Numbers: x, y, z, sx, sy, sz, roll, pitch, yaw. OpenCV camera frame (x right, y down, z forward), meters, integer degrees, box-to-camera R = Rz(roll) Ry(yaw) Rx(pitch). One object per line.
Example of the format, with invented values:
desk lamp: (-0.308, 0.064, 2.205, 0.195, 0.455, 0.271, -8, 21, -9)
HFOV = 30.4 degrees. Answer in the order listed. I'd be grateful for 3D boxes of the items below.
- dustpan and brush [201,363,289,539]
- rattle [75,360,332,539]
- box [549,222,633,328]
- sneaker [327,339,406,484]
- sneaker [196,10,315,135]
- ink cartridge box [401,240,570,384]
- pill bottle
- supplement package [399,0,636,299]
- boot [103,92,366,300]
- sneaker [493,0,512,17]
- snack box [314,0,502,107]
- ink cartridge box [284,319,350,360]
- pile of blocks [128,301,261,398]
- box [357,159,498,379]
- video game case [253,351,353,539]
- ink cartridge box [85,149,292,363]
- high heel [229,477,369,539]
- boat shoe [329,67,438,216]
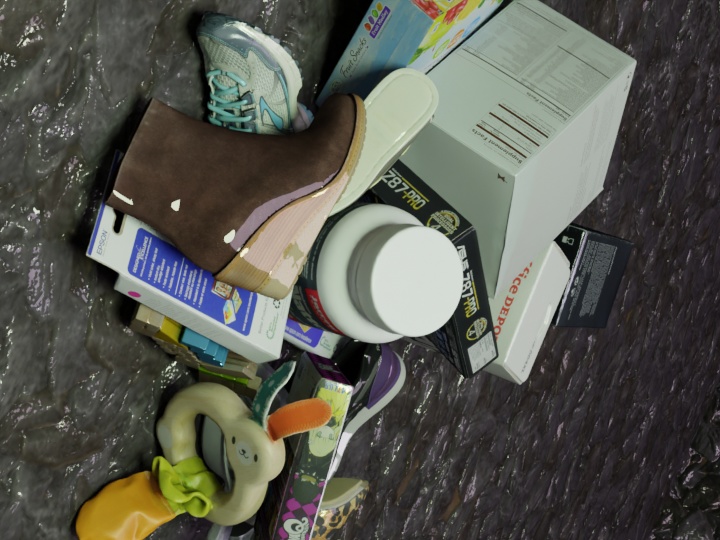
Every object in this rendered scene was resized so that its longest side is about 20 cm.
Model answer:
dustpan and brush: (-0.118, 0.182, 1.269, 0.202, 0.057, 0.140, -64, 152, -15)
rattle: (-0.134, 0.152, 1.097, 0.141, 0.199, 0.132, 3, 74, -39)
box: (0.197, -0.015, 1.590, 0.199, 0.195, 0.119, 5, 103, -62)
sneaker: (-0.044, 0.147, 1.350, 0.201, 0.075, 0.088, -52, 147, -3)
sneaker: (-0.092, -0.133, 1.112, 0.087, 0.077, 0.201, -58, 150, -18)
ink cartridge box: (0.108, 0.016, 1.437, 0.148, 0.198, 0.084, -66, 152, -10)
pill bottle: (0.000, 0.000, 1.163, 0.118, 0.199, 0.122, -3, 96, -28)
supplement package: (0.147, -0.124, 1.323, 0.200, 0.146, 0.193, -42, 154, -28)
boot: (-0.093, -0.094, 1.043, 0.165, 0.072, 0.202, 32, 65, -17)
sneaker: (0.130, -0.224, 1.431, 0.200, 0.113, 0.077, -51, 145, -31)
snack box: (0.062, -0.234, 1.272, 0.200, 0.068, 0.169, -39, 169, -45)
ink cartridge box: (-0.025, -0.013, 1.342, 0.202, 0.043, 0.198, -66, 152, -7)
pile of blocks: (-0.129, 0.051, 1.146, 0.200, 0.081, 0.063, 50, 53, -60)
box: (0.060, -0.009, 1.283, 0.049, 0.161, 0.201, -35, 141, -15)
video game case: (-0.056, 0.175, 1.208, 0.200, 0.035, 0.184, -162, -92, -83)
ink cartridge box: (-0.137, -0.007, 1.071, 0.199, 0.037, 0.096, 33, 56, -37)
high heel: (-0.067, 0.307, 1.420, 0.198, 0.071, 0.145, -18, 117, -38)
boat shoe: (-0.013, -0.096, 1.155, 0.201, 0.072, 0.060, -41, 174, -21)
